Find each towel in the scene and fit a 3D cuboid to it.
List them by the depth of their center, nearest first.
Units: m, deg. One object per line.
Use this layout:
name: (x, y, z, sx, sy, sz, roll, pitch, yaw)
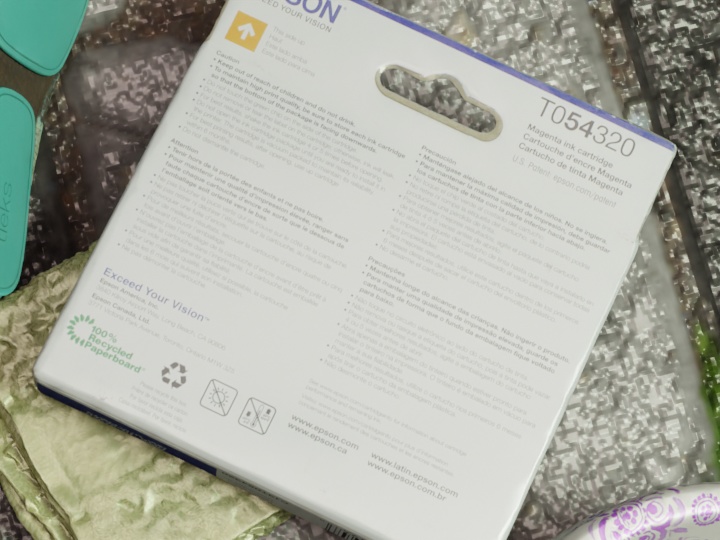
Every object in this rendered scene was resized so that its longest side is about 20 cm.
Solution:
towel: (-0.062, 0.041, 0.873, 0.200, 0.036, 0.148, -34, 83, -10)

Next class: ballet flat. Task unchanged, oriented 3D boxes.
ballet flat: (-0.162, -0.082, 0.873, 0.074, 0.074, 0.200, 13, 69, -3)

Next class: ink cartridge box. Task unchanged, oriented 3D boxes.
ink cartridge box: (0.000, 0.000, 0.847, 0.196, 0.043, 0.200, 26, 75, 3)

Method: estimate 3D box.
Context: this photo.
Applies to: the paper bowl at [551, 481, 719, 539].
paper bowl: (0.135, 0.188, 0.827, 0.200, 0.104, 0.201, 1, 78, -6)
